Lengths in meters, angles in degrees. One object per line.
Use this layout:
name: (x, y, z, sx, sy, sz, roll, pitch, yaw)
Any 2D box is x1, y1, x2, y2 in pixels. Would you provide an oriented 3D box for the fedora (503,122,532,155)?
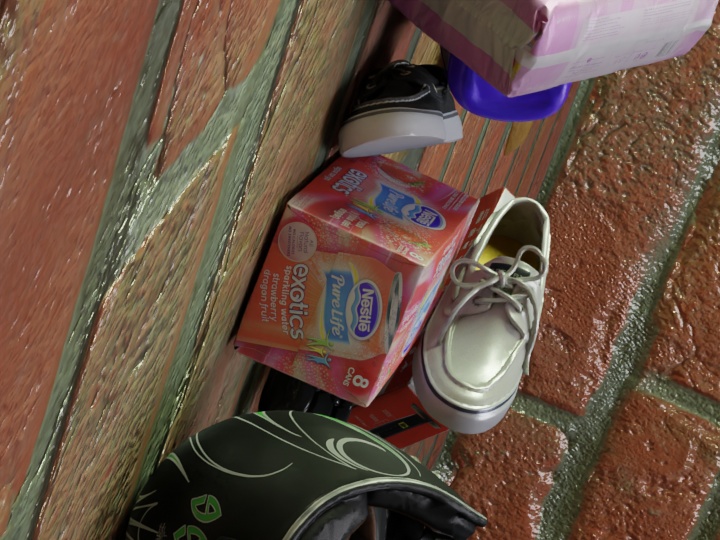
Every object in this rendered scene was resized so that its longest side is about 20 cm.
fedora: (0.120, -0.190, 1.997, 0.201, 0.082, 0.201, 19, 90, -88)

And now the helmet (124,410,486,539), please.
helmet: (-0.039, 0.171, 1.421, 0.190, 0.200, 0.201, 11, -105, 56)

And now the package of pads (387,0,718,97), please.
package of pads: (0.123, -0.175, 1.568, 0.200, 0.120, 0.076, -17, 141, -47)

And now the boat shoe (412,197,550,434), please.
boat shoe: (0.092, 0.018, 1.652, 0.202, 0.074, 0.086, -63, 175, -51)

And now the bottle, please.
bottle: (0.092, -0.169, 1.690, 0.200, 0.083, 0.066, -96, -168, -60)

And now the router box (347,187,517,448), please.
router box: (0.027, 0.051, 1.806, 0.179, 0.049, 0.200, -26, -153, 45)

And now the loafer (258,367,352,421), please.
loafer: (-0.027, 0.053, 1.734, 0.070, 0.068, 0.201, -35, -159, 36)

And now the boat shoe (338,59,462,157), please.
boat shoe: (0.024, -0.105, 1.617, 0.200, 0.068, 0.057, -19, 99, -80)

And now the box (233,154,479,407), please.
box: (0.000, 0.000, 1.586, 0.200, 0.094, 0.103, -47, 160, -73)
